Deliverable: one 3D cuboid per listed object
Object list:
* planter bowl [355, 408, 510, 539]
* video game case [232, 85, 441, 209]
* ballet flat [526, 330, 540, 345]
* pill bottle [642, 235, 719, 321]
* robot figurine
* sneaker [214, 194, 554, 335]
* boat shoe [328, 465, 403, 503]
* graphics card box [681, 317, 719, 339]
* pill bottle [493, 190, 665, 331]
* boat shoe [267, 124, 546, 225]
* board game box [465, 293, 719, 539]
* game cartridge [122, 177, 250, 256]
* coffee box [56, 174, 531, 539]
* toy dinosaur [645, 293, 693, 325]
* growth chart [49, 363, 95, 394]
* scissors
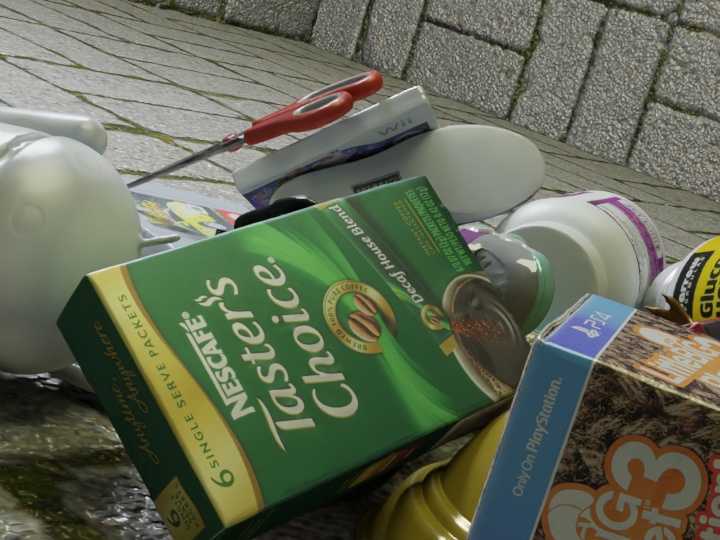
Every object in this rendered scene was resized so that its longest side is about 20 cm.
[{"bbox_3d":[0.104,0.112,0.608,0.199,0.084,0.200,17,12,-4],"label":"planter bowl"},{"bbox_3d":[0.000,-0.063,1.003,0.200,0.142,0.018,50,17,-70],"label":"video game case"},{"bbox_3d":[0.133,0.083,0.849,0.199,0.068,0.076,15,35,-21],"label":"ballet flat"},{"bbox_3d":[0.264,0.028,0.857,0.112,0.113,0.200,14,-9,-18],"label":"pill bottle"},{"bbox_3d":[-0.188,-0.017,0.653,0.199,0.170,0.113,14,-32,21],"label":"robot figurine"},{"bbox_3d":[0.000,0.000,0.783,0.199,0.078,0.139,4,-5,37],"label":"sneaker"},{"bbox_3d":[-0.011,0.070,0.694,0.073,0.076,0.200,-13,2,35],"label":"boat shoe"},{"bbox_3d":[0.187,0.112,0.556,0.125,0.051,0.201,0,61,-59],"label":"graphics card box"},{"bbox_3d":[0.147,0.003,0.962,0.112,0.113,0.200,22,13,18],"label":"pill bottle"},{"bbox_3d":[0.029,-0.051,0.947,0.198,0.069,0.057,-12,-17,-9],"label":"boat shoe"},{"bbox_3d":[0.131,0.121,0.432,0.199,0.161,0.097,20,13,16],"label":"board game box"},{"bbox_3d":[-0.121,-0.021,0.992,0.132,0.041,0.200,7,16,-28],"label":"game cartridge"},{"bbox_3d":[-0.019,0.036,0.602,0.199,0.044,0.123,-17,70,-39],"label":"coffee box"},{"bbox_3d":[0.199,0.074,0.792,0.198,0.061,0.107,13,36,-8],"label":"toy dinosaur"},{"bbox_3d":[-0.107,0.047,0.754,0.144,0.018,0.200,19,11,10],"label":"growth chart"},{"bbox_3d":[-0.075,-0.094,0.939,0.199,0.014,0.073,-17,20,32],"label":"scissors"}]
